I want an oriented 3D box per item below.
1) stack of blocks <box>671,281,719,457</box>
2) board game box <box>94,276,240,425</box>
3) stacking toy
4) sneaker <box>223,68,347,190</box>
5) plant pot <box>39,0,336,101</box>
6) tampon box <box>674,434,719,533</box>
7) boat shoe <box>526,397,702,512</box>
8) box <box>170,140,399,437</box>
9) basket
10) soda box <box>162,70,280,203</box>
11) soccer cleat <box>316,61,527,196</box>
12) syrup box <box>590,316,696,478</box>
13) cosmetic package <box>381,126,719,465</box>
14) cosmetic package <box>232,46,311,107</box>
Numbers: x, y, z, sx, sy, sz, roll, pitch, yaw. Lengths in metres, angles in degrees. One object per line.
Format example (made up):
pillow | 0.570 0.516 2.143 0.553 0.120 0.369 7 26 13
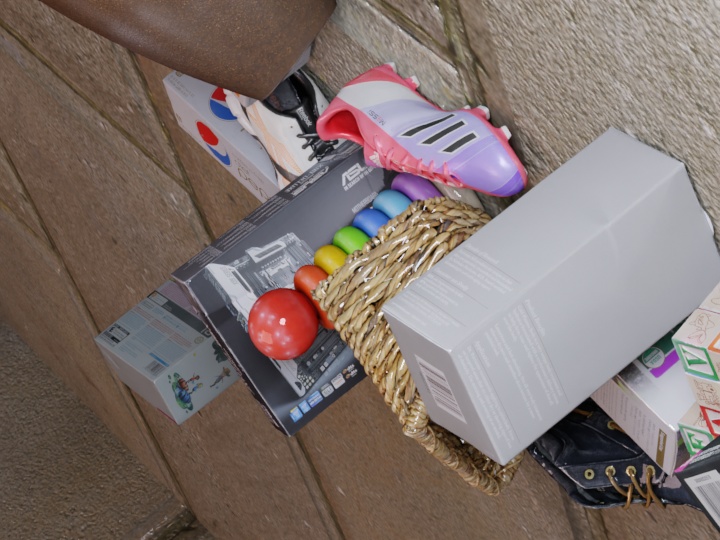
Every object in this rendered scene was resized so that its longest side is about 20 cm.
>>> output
stack of blocks | 0.263 0.102 1.580 0.115 0.059 0.201 17 144 44
board game box | -0.143 0.048 2.449 0.147 0.200 0.065 30 155 55
stacking toy | 0.000 0.000 1.897 0.085 0.200 0.085 49 167 16
sneaker | -0.042 -0.098 2.053 0.200 0.074 0.080 52 163 -1
plant pot | -0.123 -0.223 1.845 0.200 0.187 0.187 38 167 -8
tampon box | 0.284 0.080 1.228 0.127 0.200 0.150 51 164 1
boat shoe | 0.209 0.151 1.838 0.200 0.091 0.071 36 159 47
box | -0.028 0.009 2.014 0.158 0.199 0.050 57 168 -18
basket | 0.084 0.053 1.844 0.149 0.142 0.200 53 -174 31
soda box | -0.085 -0.111 2.169 0.200 0.064 0.068 42 162 31
soccer cleat | 0.045 -0.090 1.798 0.200 0.076 0.067 36 159 48
syrup box | 0.174 0.036 1.701 0.200 0.079 0.082 46 164 24
cosmetic package | 0.125 0.014 1.567 0.090 0.200 0.107 30 152 50
cosmetic package | -0.125 -0.238 1.978 0.200 0.071 0.102 50 165 11
